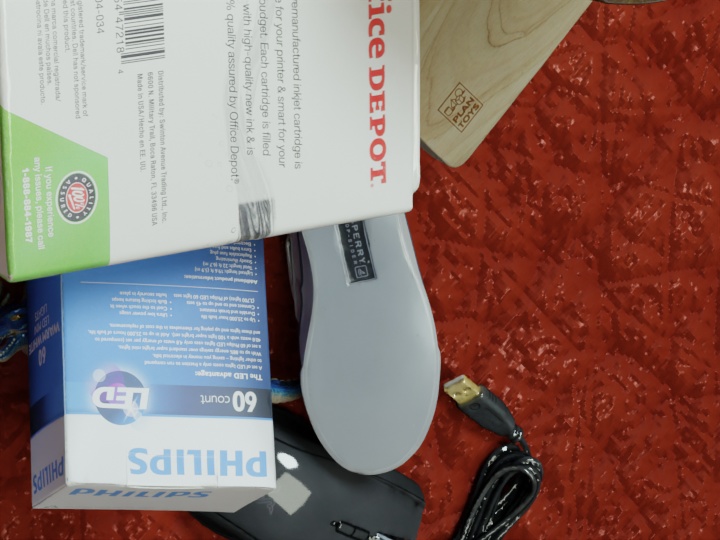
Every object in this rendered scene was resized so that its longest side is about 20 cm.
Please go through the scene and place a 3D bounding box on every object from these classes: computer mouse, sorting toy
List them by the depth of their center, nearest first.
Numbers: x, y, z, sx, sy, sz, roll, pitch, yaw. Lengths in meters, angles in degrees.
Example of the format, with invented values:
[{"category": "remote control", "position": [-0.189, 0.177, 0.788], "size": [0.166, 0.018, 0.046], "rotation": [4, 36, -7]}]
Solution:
[{"category": "sorting toy", "position": [0.029, -0.191, 1.364], "size": [0.199, 0.070, 0.200], "rotation": [41, 85, -29]}, {"category": "computer mouse", "position": [0.011, 0.109, 1.468], "size": [0.200, 0.046, 0.141], "rotation": [35, 90, -31]}]

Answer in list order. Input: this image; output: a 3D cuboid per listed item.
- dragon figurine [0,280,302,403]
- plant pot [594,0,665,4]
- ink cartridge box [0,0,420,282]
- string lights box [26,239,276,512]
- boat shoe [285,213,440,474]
[{"category": "dragon figurine", "position": [-0.100, 0.039, 1.380], "size": [0.199, 0.059, 0.100], "rotation": [-12, 112, -22]}, {"category": "plant pot", "position": [0.099, -0.208, 1.213], "size": [0.200, 0.198, 0.201], "rotation": [-3, 108, -9]}, {"category": "ink cartridge box", "position": [-0.080, -0.089, 1.237], "size": [0.199, 0.084, 0.146], "rotation": [-10, 111, -28]}, {"category": "string lights box", "position": [-0.099, 0.008, 1.313], "size": [0.102, 0.059, 0.201], "rotation": [4, 74, -23]}, {"category": "boat shoe", "position": [0.000, 0.000, 1.415], "size": [0.073, 0.065, 0.201], "rotation": [-3, 108, 0]}]
